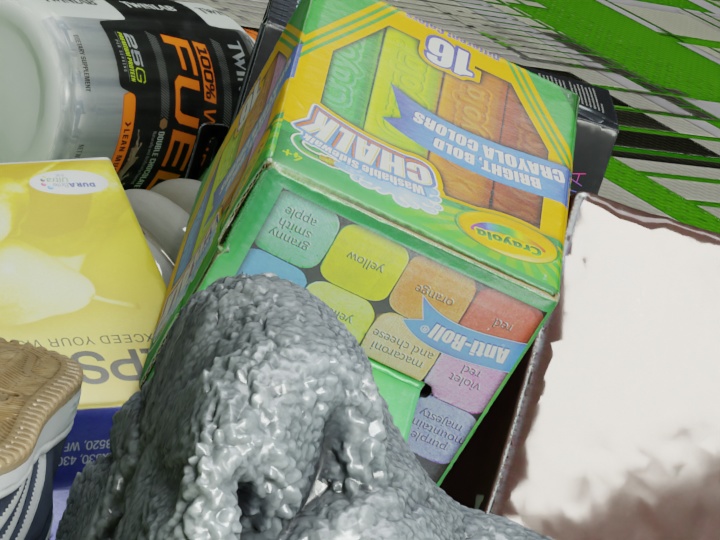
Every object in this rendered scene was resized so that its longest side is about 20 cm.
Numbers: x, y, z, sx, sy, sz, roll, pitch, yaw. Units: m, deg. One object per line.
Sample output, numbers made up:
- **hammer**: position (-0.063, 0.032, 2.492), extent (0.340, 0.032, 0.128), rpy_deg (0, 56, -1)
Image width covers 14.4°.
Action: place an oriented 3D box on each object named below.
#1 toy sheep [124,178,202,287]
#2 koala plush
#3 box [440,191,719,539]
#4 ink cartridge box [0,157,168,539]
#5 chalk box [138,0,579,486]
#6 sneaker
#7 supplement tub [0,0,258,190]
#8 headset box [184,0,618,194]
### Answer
- **toy sheep**: position (-0.086, 0.027, 1.247), extent (0.200, 0.138, 0.138), rpy_deg (-19, 35, -31)
- **koala plush**: position (0.009, 0.115, 0.924), extent (0.200, 0.184, 0.177), rpy_deg (23, -9, -16)
- **box**: position (0.146, 0.077, 1.176), extent (0.200, 0.164, 0.166), rpy_deg (17, -5, -6)
- **ink cartridge box**: position (-0.162, 0.037, 1.100), extent (0.197, 0.047, 0.200), rpy_deg (-3, 42, -27)
- **chalk box**: position (0.000, 0.000, 1.100), extent (0.124, 0.124, 0.200), rpy_deg (25, 32, -10)
- **sneaker**: position (-0.146, 0.092, 0.945), extent (0.070, 0.109, 0.200), rpy_deg (16, 12, 8)
- **supplement tub**: position (-0.136, -0.094, 1.605), extent (0.122, 0.123, 0.200), rpy_deg (30, 20, 36)
- **headset box**: position (0.010, -0.033, 1.459), extent (0.200, 0.174, 0.093), rpy_deg (18, 15, -4)
